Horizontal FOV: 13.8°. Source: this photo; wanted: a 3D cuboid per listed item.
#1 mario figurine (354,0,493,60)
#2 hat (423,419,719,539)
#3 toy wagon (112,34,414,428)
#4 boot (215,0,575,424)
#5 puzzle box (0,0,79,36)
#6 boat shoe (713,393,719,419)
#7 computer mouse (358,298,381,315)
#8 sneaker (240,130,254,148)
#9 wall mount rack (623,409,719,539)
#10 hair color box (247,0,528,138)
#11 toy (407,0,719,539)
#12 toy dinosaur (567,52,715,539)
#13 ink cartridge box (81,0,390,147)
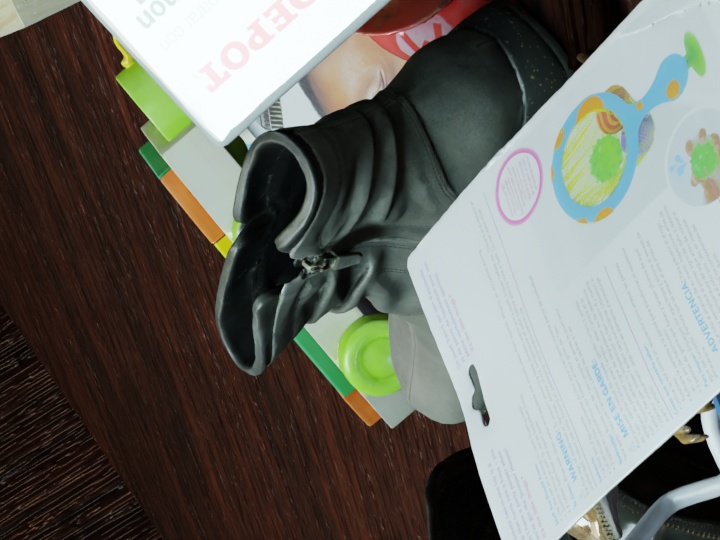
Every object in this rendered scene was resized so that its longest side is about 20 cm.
[{"bbox_3d":[-0.007,-0.155,1.008,0.123,0.106,0.201,34,151,60],"label":"mario figurine"},{"bbox_3d":[0.125,0.108,1.140,0.201,0.200,0.081,51,122,35],"label":"hat"},{"bbox_3d":[-0.045,-0.022,1.244,0.200,0.040,0.155,50,179,-18],"label":"toy wagon"},{"bbox_3d":[0.000,0.000,1.041,0.068,0.130,0.201,43,147,28],"label":"boot"},{"bbox_3d":[-0.124,-0.152,1.442,0.026,0.132,0.200,64,167,-8],"label":"puzzle box"},{"bbox_3d":[0.133,0.011,0.888,0.201,0.084,0.069,56,156,17],"label":"boat shoe"},{"bbox_3d":[0.061,0.005,1.272,0.139,0.053,0.200,59,157,-10],"label":"computer mouse"},{"bbox_3d":[-0.052,-0.073,1.511,0.200,0.076,0.081,20,132,63],"label":"sneaker"},{"bbox_3d":[0.184,0.117,0.988,0.173,0.075,0.201,-21,104,39],"label":"wall mount rack"},{"bbox_3d":[-0.009,-0.098,1.179,0.200,0.064,0.111,50,142,35],"label":"hair color box"},{"bbox_3d":[0.096,-0.013,0.851,0.200,0.047,0.116,-50,46,41],"label":"toy"},{"bbox_3d":[0.098,-0.009,0.993,0.060,0.106,0.201,53,-138,-50],"label":"toy dinosaur"},{"bbox_3d":[-0.052,-0.164,0.941,0.200,0.146,0.083,47,-151,-7],"label":"ink cartridge box"}]
